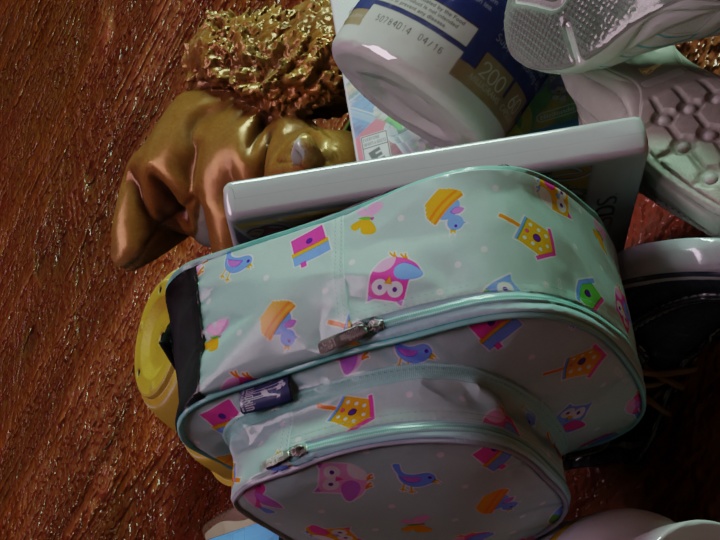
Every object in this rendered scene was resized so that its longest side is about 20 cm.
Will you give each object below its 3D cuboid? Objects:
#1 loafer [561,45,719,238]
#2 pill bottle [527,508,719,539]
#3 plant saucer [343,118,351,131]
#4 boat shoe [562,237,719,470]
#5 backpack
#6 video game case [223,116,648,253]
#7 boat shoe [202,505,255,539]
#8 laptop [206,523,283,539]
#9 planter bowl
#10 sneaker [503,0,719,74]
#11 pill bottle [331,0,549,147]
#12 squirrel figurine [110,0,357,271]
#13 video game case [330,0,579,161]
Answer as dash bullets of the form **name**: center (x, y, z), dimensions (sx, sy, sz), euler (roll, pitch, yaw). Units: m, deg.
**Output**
- **loafer**: center (0.159, -0.067, 0.997), dimensions (0.200, 0.070, 0.070), euler (-117, 10, -54)
- **pill bottle**: center (0.106, 0.175, 0.928), dimensions (0.200, 0.112, 0.113), euler (-29, 54, 58)
- **plant saucer**: center (0.030, -0.028, 1.254), dimensions (0.200, 0.048, 0.201), euler (-58, 31, 36)
- **boat shoe**: center (0.141, 0.046, 0.975), dimensions (0.200, 0.070, 0.091), euler (148, 125, -63)
- **backpack**: center (0.030, 0.047, 0.900), dimensions (0.199, 0.176, 0.154), euler (-27, 52, 16)
- **video game case**: center (0.038, -0.015, 0.985), dimensions (0.182, 0.199, 0.023), euler (84, 177, -69)
- **boat shoe**: center (-0.030, 0.172, 1.287), dimensions (0.200, 0.071, 0.076), euler (-37, 72, 54)
- **laptop**: center (-0.079, 0.137, 1.120), dimensions (0.187, 0.115, 0.201), euler (-92, 17, -75)
- **planter bowl**: center (-0.118, 0.058, 1.483), dimensions (0.200, 0.083, 0.201), euler (-36, 48, 54)
- **sneaker**: center (0.156, -0.136, 0.968), dimensions (0.200, 0.080, 0.071), euler (-12, 74, 45)
- **pill bottle**: center (0.081, -0.171, 1.090), dimensions (0.200, 0.111, 0.111), euler (-56, 24, -8)
- **squirrel figurine**: center (-0.048, -0.083, 1.234), dimensions (0.186, 0.141, 0.201), euler (0, 81, 58)
- **video game case**: center (0.054, -0.152, 1.166), dimensions (0.142, 0.018, 0.201), euler (-16, 63, 14)
